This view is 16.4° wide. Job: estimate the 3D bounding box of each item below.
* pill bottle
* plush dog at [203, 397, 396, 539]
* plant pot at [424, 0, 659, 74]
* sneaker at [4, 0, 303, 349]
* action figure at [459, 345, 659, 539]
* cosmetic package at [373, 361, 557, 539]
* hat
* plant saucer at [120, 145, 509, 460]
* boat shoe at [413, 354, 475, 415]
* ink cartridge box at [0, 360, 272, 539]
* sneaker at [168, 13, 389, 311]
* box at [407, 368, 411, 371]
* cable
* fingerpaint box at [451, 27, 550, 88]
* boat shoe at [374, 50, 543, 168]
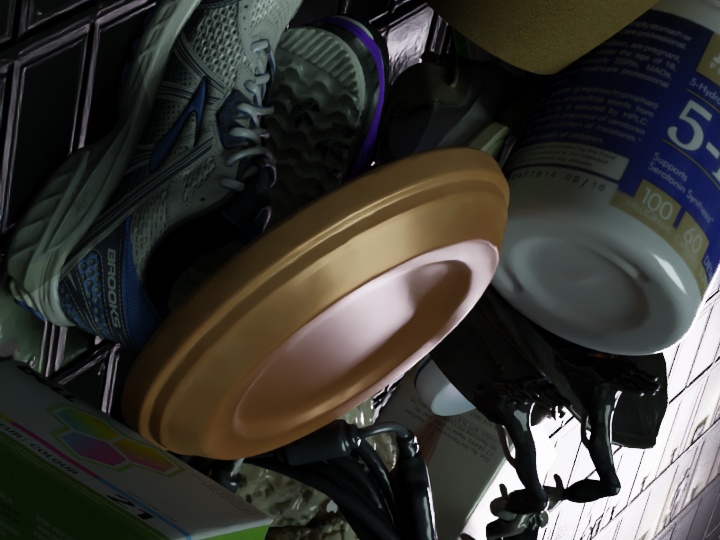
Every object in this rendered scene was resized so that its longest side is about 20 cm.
[{"bbox_3d":[0.147,-0.070,1.257,0.120,0.119,0.201,81,33,-57],"label":"pill bottle"},{"bbox_3d":[-0.033,0.115,1.294,0.200,0.160,0.173,-43,129,-35],"label":"plush dog"},{"bbox_3d":[0.111,-0.200,1.185,0.200,0.186,0.186,-54,161,22],"label":"plant pot"},{"bbox_3d":[-0.064,-0.052,1.074,0.201,0.085,0.077,-59,158,-4],"label":"sneaker"},{"bbox_3d":[0.094,0.146,1.241,0.118,0.102,0.201,-7,113,-26],"label":"action figure"},{"bbox_3d":[0.027,0.162,1.522,0.201,0.087,0.103,-57,159,-11],"label":"cosmetic package"},{"bbox_3d":[0.081,0.026,1.352,0.081,0.202,0.200,-33,169,26],"label":"hat"},{"bbox_3d":[-0.012,0.022,1.100,0.199,0.038,0.200,-31,161,-12],"label":"plant saucer"},{"bbox_3d":[0.084,0.017,1.482,0.201,0.086,0.075,-25,158,-44],"label":"boat shoe"},{"bbox_3d":[-0.108,0.103,1.086,0.200,0.147,0.076,-5,121,-64],"label":"ink cartridge box"},{"bbox_3d":[-0.032,-0.033,1.190,0.201,0.069,0.100,-65,172,26],"label":"sneaker"},{"bbox_3d":[0.000,0.000,1.332,0.039,0.041,0.200,-57,158,-10],"label":"box"},{"bbox_3d":[-0.038,0.163,1.219,0.051,0.162,0.201,-85,169,-68],"label":"cable"},{"bbox_3d":[0.132,-0.144,1.393,0.167,0.073,0.200,-52,157,-19],"label":"fingerpaint box"},{"bbox_3d":[0.037,-0.061,1.242,0.075,0.068,0.200,-66,174,19],"label":"boat shoe"}]
